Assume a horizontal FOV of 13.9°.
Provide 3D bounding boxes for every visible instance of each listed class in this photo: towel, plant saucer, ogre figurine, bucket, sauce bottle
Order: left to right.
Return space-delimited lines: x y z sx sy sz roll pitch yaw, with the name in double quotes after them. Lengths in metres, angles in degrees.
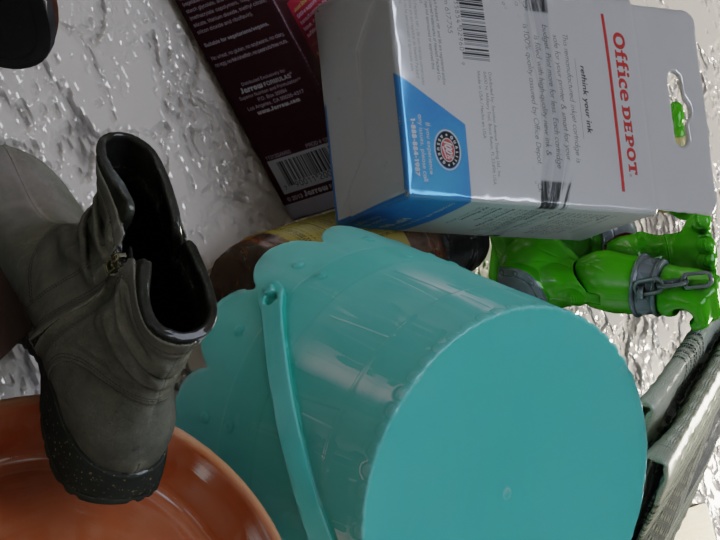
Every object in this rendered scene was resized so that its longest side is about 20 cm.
-0.122 0.149 1.240 0.199 0.032 0.202 9 61 -16 "plant saucer"
0.000 0.000 1.503 0.200 0.066 0.066 -14 88 -56 "sauce bottle"
0.026 0.089 1.381 0.206 0.134 0.209 -11 108 -37 "bucket"
0.126 -0.026 1.603 0.098 0.119 0.201 83 -1 -51 "ogre figurine"
0.163 0.106 1.596 0.200 0.034 0.193 -54 164 -47 "towel"

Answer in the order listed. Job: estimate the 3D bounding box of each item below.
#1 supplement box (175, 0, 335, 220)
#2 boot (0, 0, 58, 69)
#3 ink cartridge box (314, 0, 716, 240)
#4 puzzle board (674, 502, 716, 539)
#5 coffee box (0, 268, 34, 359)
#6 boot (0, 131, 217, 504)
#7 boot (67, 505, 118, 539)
-0.036 -0.141 1.511 0.201 0.061 0.109 63 38 -17 "supplement box"
-0.168 -0.211 1.382 0.189 0.068 0.200 54 32 -14 "boot"
0.080 -0.079 1.492 0.199 0.068 0.117 3 75 -35 "ink cartridge box"
0.161 0.222 1.674 0.199 0.017 0.152 -11 87 -54 "puzzle board"
-0.232 0.033 1.163 0.115 0.079 0.200 62 37 -17 "coffee box"
-0.111 -0.012 1.248 0.067 0.131 0.201 -5 48 -29 "boot"
-0.120 0.180 1.280 0.090 0.073 0.201 41 42 -19 "boot"
